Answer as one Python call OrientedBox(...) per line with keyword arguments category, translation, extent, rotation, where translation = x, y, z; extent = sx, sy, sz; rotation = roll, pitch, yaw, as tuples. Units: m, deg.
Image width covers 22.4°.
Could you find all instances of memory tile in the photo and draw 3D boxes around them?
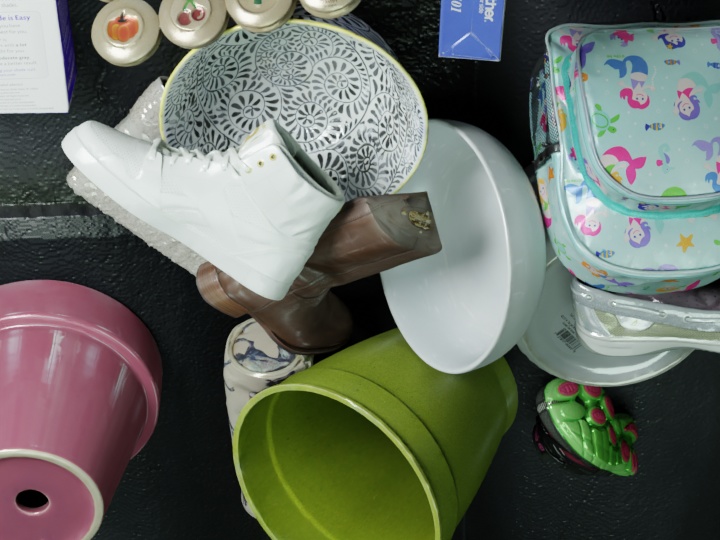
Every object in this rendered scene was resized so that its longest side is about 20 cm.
OrientedBox(category="memory tile", translation=(-0.104, -0.233, 1.289), extent=(0.200, 0.153, 0.017), rotation=(-13, 165, 7))

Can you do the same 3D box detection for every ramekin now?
OrientedBox(category="ramekin", translation=(0.204, 0.003, 1.498), extent=(0.200, 0.105, 0.200), rotation=(-1, 128, -2))

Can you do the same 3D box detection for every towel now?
OrientedBox(category="towel", translation=(-0.125, -0.059, 1.482), extent=(0.200, 0.034, 0.133), rotation=(35, 118, -25))

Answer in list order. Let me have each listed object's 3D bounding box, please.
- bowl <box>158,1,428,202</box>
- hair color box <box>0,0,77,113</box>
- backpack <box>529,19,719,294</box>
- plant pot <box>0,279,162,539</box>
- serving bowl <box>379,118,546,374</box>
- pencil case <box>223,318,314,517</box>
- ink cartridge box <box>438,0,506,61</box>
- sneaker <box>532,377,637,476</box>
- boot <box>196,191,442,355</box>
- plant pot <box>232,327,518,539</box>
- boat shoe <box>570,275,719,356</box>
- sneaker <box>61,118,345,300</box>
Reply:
OrientedBox(category="bowl", translation=(-0.048, -0.137, 1.379), extent=(0.201, 0.094, 0.201), rotation=(1, 135, 1))
OrientedBox(category="hair color box", translation=(-0.275, -0.214, 1.338), extent=(0.109, 0.065, 0.200), rotation=(-1, 130, -1))
OrientedBox(category="backpack", translation=(0.219, -0.085, 1.346), extent=(0.177, 0.151, 0.200), rotation=(-1, 83, -5))
OrientedBox(category="plant pot", translation=(-0.273, 0.137, 1.537), extent=(0.200, 0.179, 0.200), rotation=(-1, 127, -1))
OrientedBox(category="serving bowl", translation=(0.088, -0.021, 1.433), extent=(0.066, 0.200, 0.200), rotation=(-6, 132, -28))
OrientedBox(category="pencil case", translation=(-0.071, 0.132, 1.602), extent=(0.089, 0.078, 0.200), rotation=(9, 130, 16))
OrientedBox(category="ink cartridge box", translation=(0.083, -0.235, 1.246), extent=(0.044, 0.200, 0.094), rotation=(5, 128, 3))
OrientedBox(category="sneaker", translation=(0.186, 0.146, 1.592), extent=(0.084, 0.077, 0.200), rotation=(-8, 157, 19))
OrientedBox(category="boot", translation=(0.000, 0.000, 1.445), extent=(0.200, 0.064, 0.186), rotation=(-24, 154, 32))
OrientedBox(category="plant pot", translation=(0.030, 0.135, 1.517), extent=(0.200, 0.193, 0.200), rotation=(19, 127, 28))
OrientedBox(category="boat shoe", translation=(0.263, 0.019, 1.402), extent=(0.202, 0.074, 0.065), rotation=(-5, 132, 11))
OrientedBox(category="sneaker", translation=(-0.109, -0.078, 1.335), extent=(0.200, 0.074, 0.116), rotation=(32, 110, -11))
